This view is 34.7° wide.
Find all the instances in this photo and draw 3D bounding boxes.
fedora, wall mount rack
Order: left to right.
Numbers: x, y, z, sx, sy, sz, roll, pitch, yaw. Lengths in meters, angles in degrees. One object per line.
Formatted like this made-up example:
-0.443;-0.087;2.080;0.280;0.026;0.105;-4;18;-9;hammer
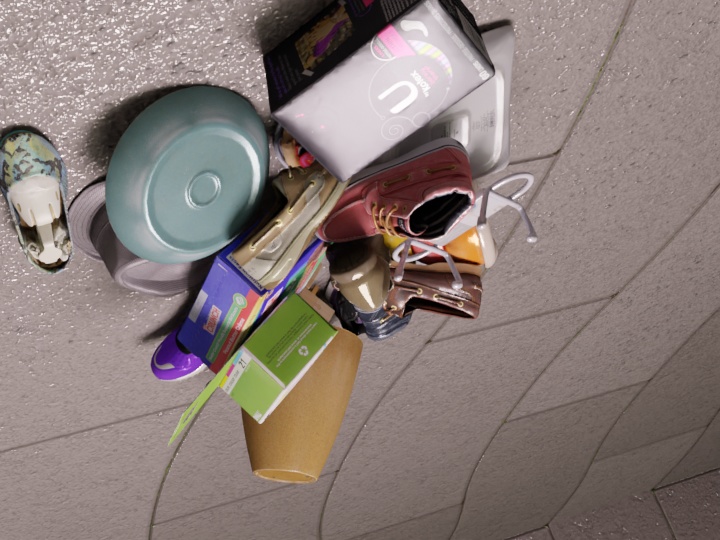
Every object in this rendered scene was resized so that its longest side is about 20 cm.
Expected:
-0.229;-0.031;1.310;0.197;0.091;0.177;-2;146;-36;fedora
0.116;-0.039;1.324;0.199;0.075;0.173;-33;158;24;wall mount rack

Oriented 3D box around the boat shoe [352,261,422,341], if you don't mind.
0.067;0.005;1.568;0.200;0.071;0.092;-41;142;-20;boat shoe

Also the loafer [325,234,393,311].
0.000;0.000;1.348;0.075;0.068;0.200;-20;-169;10;loafer

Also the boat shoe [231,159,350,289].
-0.068;-0.079;1.253;0.202;0.066;0.074;-59;-164;-11;boat shoe

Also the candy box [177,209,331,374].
-0.116;0.004;1.383;0.200;0.077;0.170;-45;172;-43;candy box

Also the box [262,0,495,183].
0.016;-0.204;1.147;0.199;0.107;0.122;-34;130;20;box

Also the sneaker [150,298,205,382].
-0.208;0.069;1.539;0.199;0.070;0.100;-34;151;1;sneaker

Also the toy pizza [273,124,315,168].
-0.003;-0.165;1.318;0.197;0.032;0.201;-19;153;-10;toy pizza

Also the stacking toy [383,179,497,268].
0.068;-0.052;1.479;0.197;0.148;0.147;-17;154;4;stacking toy

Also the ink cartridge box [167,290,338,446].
-0.130;0.138;1.354;0.200;0.076;0.148;-49;178;-27;ink cartridge box

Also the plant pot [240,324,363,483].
-0.095;0.191;1.629;0.183;0.203;0.187;5;159;2;plant pot

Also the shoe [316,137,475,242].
0.035;-0.068;1.273;0.198;0.092;0.072;-26;129;15;shoe

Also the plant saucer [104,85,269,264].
-0.171;-0.091;1.210;0.198;0.036;0.203;-22;129;-30;plant saucer

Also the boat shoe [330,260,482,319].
0.056;0.025;1.457;0.196;0.072;0.070;3;169;9;boat shoe

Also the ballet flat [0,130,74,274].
-0.331;-0.062;1.198;0.073;0.075;0.201;-17;152;-12;ballet flat

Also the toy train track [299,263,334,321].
-0.107;0.063;1.511;0.032;0.114;0.201;-38;-163;52;toy train track

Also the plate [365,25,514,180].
0.096;-0.161;1.316;0.197;0.032;0.202;-22;135;-17;plate

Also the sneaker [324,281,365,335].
0.002;0.020;1.593;0.075;0.089;0.201;-16;152;-14;sneaker
